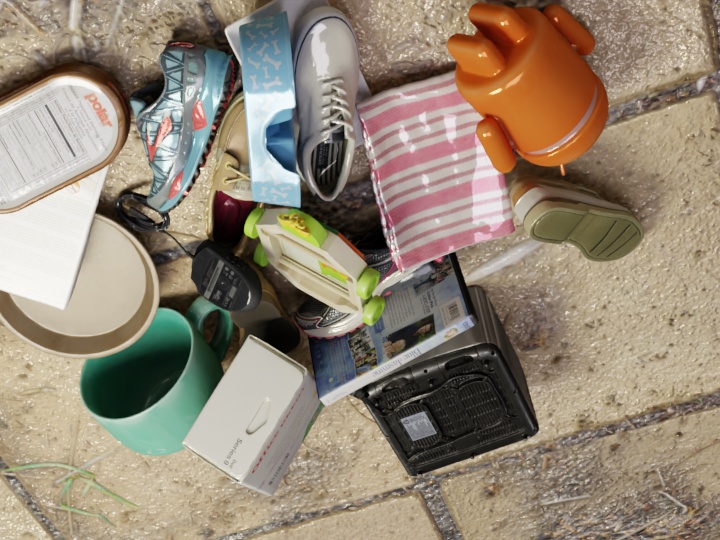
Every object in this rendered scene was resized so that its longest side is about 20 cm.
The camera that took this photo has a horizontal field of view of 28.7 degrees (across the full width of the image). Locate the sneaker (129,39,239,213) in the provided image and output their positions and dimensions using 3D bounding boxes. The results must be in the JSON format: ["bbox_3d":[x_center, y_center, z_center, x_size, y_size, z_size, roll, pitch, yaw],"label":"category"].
[{"bbox_3d":[-0.194,-0.153,1.450,0.095,0.080,0.201,24,123,-4],"label":"sneaker"}]

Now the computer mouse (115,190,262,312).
[{"bbox_3d":[-0.183,-0.024,1.521,0.199,0.034,0.059,38,122,12],"label":"computer mouse"}]

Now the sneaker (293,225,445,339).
[{"bbox_3d":[0.000,0.000,1.590,0.199,0.081,0.075,-38,125,19],"label":"sneaker"}]

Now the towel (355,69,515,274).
[{"bbox_3d":[0.083,-0.107,1.489,0.145,0.030,0.202,-20,118,-10],"label":"towel"}]

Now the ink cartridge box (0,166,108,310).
[{"bbox_3d":[-0.359,-0.076,1.493,0.160,0.050,0.202,18,105,-9],"label":"ink cartridge box"}]

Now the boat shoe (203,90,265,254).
[{"bbox_3d":[-0.123,-0.098,1.497,0.073,0.067,0.202,6,130,-11],"label":"boat shoe"}]

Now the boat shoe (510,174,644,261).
[{"bbox_3d":[0.243,-0.064,1.566,0.199,0.069,0.075,16,126,-46],"label":"boat shoe"}]

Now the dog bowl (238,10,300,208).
[{"bbox_3d":[-0.088,-0.152,1.371,0.049,0.112,0.202,-5,127,-4],"label":"dog bowl"}]

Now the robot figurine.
[{"bbox_3d":[0.172,-0.183,1.420,0.116,0.145,0.200,-23,132,35],"label":"robot figurine"}]

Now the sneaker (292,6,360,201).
[{"bbox_3d":[-0.028,-0.162,1.410,0.072,0.071,0.202,-11,128,-15],"label":"sneaker"}]

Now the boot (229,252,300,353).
[{"bbox_3d":[-0.114,0.044,1.624,0.073,0.076,0.201,-14,154,-1],"label":"boot"}]

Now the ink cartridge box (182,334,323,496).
[{"bbox_3d":[-0.115,0.171,1.622,0.087,0.146,0.200,30,172,10],"label":"ink cartridge box"}]

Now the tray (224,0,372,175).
[{"bbox_3d":[-0.055,-0.196,1.435,0.107,0.022,0.201,-29,130,-1],"label":"tray"}]

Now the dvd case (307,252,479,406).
[{"bbox_3d":[0.031,0.059,1.588,0.198,0.143,0.018,-30,124,11],"label":"dvd case"}]

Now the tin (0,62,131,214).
[{"bbox_3d":[-0.328,-0.131,1.431,0.198,0.042,0.113,-26,112,6],"label":"tin"}]

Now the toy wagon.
[{"bbox_3d":[-0.048,-0.016,1.477,0.154,0.040,0.201,28,160,17],"label":"toy wagon"}]

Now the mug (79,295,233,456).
[{"bbox_3d":[-0.219,0.131,1.633,0.183,0.153,0.115,-22,137,12],"label":"mug"}]

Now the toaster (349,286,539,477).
[{"bbox_3d":[0.097,0.133,1.691,0.179,0.119,0.201,-21,131,12],"label":"toaster"}]

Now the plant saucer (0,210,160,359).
[{"bbox_3d":[-0.321,0.010,1.577,0.197,0.030,0.202,1,122,1],"label":"plant saucer"}]
